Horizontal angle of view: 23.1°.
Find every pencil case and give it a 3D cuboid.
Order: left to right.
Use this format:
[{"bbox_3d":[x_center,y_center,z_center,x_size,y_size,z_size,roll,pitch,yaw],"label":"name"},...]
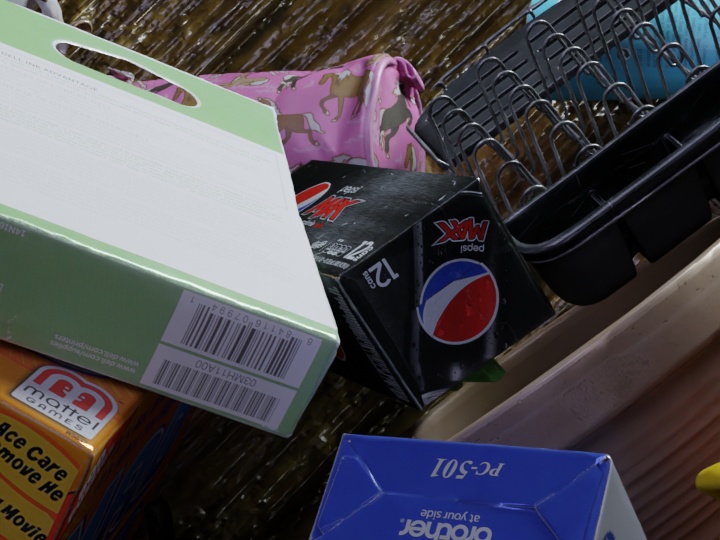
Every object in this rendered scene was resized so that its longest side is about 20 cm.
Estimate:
[{"bbox_3d":[-0.063,-0.062,0.886,0.199,0.087,0.083,0,23,24],"label":"pencil case"}]

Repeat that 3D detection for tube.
[{"bbox_3d":[0.179,-0.109,0.835,0.199,0.050,0.078,0,65,18],"label":"tube"}]

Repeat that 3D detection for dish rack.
[{"bbox_3d":[0.100,-0.076,0.750,0.153,0.055,0.200,-36,35,-2],"label":"dish rack"}]

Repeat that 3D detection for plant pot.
[{"bbox_3d":[0.097,0.067,0.685,0.200,0.201,0.093,-36,89,-3],"label":"plant pot"}]

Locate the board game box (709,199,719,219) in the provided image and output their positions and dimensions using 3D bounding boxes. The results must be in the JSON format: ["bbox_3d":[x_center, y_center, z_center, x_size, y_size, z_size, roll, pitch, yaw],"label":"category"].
[{"bbox_3d":[0.263,-0.062,0.743,0.200,0.041,0.200,38,77,28],"label":"board game box"}]

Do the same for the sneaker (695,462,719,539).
[{"bbox_3d":[0.137,0.155,0.593,0.077,0.202,0.073,-5,7,-15],"label":"sneaker"}]

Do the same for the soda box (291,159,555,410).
[{"bbox_3d":[0.000,0.000,0.733,0.071,0.064,0.200,-35,16,-13],"label":"soda box"}]

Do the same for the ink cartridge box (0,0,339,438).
[{"bbox_3d":[-0.092,-0.029,0.657,0.048,0.145,0.200,-62,21,20],"label":"ink cartridge box"}]

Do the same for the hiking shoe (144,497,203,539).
[{"bbox_3d":[-0.028,0.168,0.681,0.199,0.101,0.076,26,37,36],"label":"hiking shoe"}]

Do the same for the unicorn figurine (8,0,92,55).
[{"bbox_3d":[-0.200,-0.149,1.009,0.200,0.074,0.137,-43,40,-2],"label":"unicorn figurine"}]

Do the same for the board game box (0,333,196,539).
[{"bbox_3d":[-0.189,0.063,0.673,0.199,0.200,0.201,28,111,3],"label":"board game box"}]

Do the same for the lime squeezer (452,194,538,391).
[{"bbox_3d":[0.047,0.025,0.764,0.070,0.038,0.200,-22,14,18],"label":"lime squeezer"}]

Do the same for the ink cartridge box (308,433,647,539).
[{"bbox_3d":[0.062,0.129,0.613,0.093,0.200,0.044,2,55,26],"label":"ink cartridge box"}]
